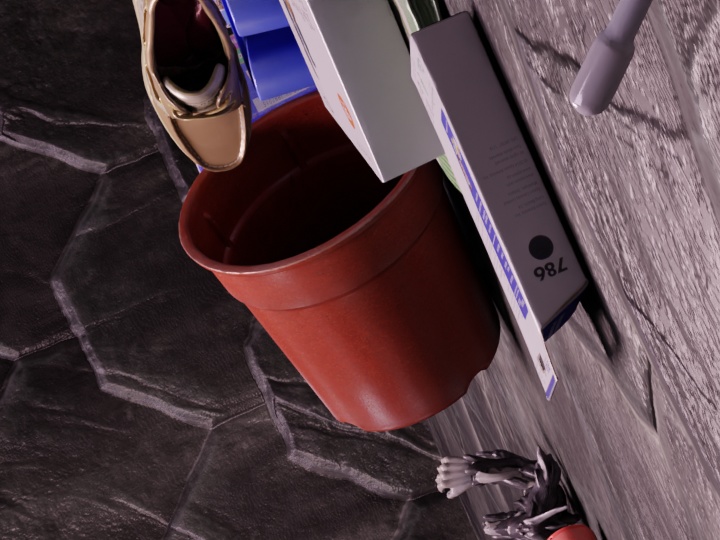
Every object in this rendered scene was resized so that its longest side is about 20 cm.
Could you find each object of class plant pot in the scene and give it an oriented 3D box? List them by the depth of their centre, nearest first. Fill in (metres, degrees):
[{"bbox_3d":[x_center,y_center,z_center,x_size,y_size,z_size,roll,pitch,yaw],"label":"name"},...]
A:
[{"bbox_3d":[0.000,0.000,1.855,0.196,0.200,0.201,59,-177,-34],"label":"plant pot"}]

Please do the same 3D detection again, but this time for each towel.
[{"bbox_3d":[0.048,-0.112,1.545,0.200,0.023,0.153,-134,21,-80],"label":"towel"}]

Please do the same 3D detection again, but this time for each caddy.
[{"bbox_3d":[-0.052,-0.216,1.780,0.142,0.104,0.201,74,176,-49],"label":"caddy"}]

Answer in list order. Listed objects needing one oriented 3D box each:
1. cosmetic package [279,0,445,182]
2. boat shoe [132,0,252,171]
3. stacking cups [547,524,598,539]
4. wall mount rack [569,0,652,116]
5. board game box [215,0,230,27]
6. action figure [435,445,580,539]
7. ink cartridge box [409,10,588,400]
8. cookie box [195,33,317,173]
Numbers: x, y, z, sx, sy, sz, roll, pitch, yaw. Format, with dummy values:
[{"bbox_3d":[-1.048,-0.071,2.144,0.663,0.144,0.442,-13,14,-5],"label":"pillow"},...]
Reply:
[{"bbox_3d":[-0.013,-0.155,1.590,0.151,0.051,0.200,64,178,-20],"label":"cosmetic package"},{"bbox_3d":[-0.120,-0.140,1.776,0.067,0.074,0.201,-104,-3,-49],"label":"boat shoe"},{"bbox_3d":[0.177,0.271,1.771,0.061,0.060,0.201,70,178,-50],"label":"stacking cups"},{"bbox_3d":[0.045,-0.147,0.600,0.200,0.074,0.174,-114,2,-52],"label":"wall mount rack"},{"bbox_3d":[-0.124,-0.350,2.267,0.160,0.096,0.201,-116,4,-58],"label":"board game box"},{"bbox_3d":[0.116,0.193,1.956,0.200,0.101,0.120,-136,35,-88],"label":"action figure"},{"bbox_3d":[0.080,-0.033,1.355,0.099,0.039,0.201,85,164,-82],"label":"ink cartridge box"},{"bbox_3d":[-0.064,-0.137,2.051,0.076,0.170,0.200,63,176,14],"label":"cookie box"}]
